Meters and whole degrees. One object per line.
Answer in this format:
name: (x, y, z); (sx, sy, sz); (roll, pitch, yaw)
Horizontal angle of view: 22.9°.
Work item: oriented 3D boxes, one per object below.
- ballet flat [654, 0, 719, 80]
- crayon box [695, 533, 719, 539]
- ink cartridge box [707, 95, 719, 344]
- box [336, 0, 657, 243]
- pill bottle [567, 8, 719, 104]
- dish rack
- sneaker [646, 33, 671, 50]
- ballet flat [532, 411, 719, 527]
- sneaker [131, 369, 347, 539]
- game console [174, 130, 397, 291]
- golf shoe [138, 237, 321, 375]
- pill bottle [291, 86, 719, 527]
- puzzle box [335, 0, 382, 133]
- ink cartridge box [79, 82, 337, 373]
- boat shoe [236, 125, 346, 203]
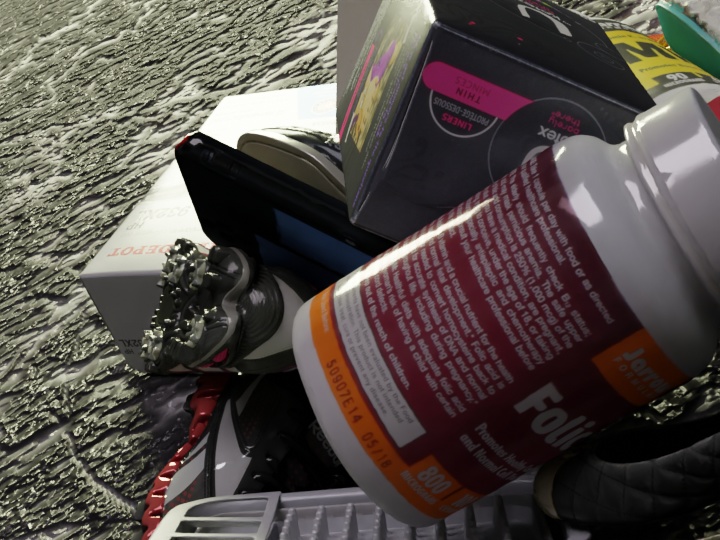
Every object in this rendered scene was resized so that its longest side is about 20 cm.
ballet flat: (0.246, -0.098, 1.001); (0.071, 0.072, 0.201); (-30, 56, -7)
crayon box: (0.226, 0.137, 0.641); (0.198, 0.126, 0.052); (-16, 32, 19)
ink cartridge box: (0.259, -0.045, 0.869); (0.199, 0.148, 0.086); (-32, 31, -8)
box: (0.063, -0.079, 0.893); (0.200, 0.121, 0.107); (-98, 30, -69)
pill bottle: (0.150, -0.081, 1.041); (0.114, 0.115, 0.200); (-30, 31, -6)
dish rack: (0.003, 0.133, 0.814); (0.198, 0.044, 0.172); (-5, 3, 2)
sneaker: (0.228, -0.138, 1.104); (0.199, 0.078, 0.073); (4, 42, 43)
ballet flat: (0.144, 0.063, 0.723); (0.199, 0.057, 0.066); (-25, 5, 46)
sneaker: (-0.058, 0.114, 0.949); (0.097, 0.071, 0.201); (-15, 31, 23)
game console: (0.000, 0.000, 0.926); (0.198, 0.177, 0.031); (26, 82, 7)
golf shoe: (-0.068, 0.030, 0.980); (0.200, 0.087, 0.078); (-170, 96, -72)
pill bottle: (0.080, 0.015, 0.759); (0.199, 0.114, 0.115); (-32, 28, 16)
puzzle box: (0.040, -0.075, 1.061); (0.132, 0.203, 0.025); (6, 6, 42)
ink cartridge box: (-0.066, -0.030, 1.161); (0.144, 0.084, 0.201); (-2, 39, 35)
boat shoe: (0.015, -0.045, 1.025); (0.198, 0.075, 0.066); (22, 47, 38)
